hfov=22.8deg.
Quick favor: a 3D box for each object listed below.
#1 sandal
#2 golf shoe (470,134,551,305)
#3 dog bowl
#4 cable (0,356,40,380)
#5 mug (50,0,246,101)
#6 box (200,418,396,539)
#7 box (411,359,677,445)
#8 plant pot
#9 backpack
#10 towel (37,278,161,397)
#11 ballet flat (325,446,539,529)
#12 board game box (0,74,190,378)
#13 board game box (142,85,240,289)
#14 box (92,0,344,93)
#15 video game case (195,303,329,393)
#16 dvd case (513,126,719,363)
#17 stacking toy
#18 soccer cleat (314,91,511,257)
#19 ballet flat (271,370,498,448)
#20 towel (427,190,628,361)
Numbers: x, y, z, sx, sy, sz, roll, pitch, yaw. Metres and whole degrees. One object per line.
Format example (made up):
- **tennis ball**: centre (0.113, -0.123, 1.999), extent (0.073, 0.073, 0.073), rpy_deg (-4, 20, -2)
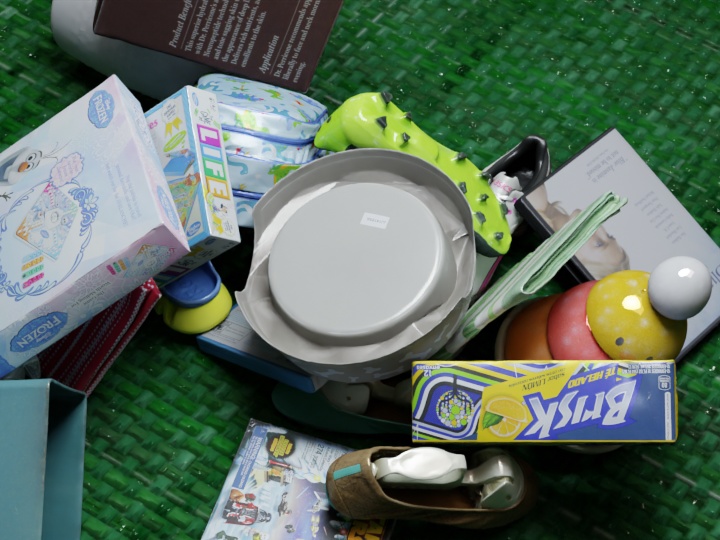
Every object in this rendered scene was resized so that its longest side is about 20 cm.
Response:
- **sandal**: centre (-0.187, -0.031, 1.536), extent (0.200, 0.087, 0.079), rpy_deg (31, 51, 30)
- **golf shoe**: centre (0.107, -0.047, 1.594), extent (0.073, 0.092, 0.200), rpy_deg (27, 51, 15)
- **dog bowl**: centre (0.000, 0.000, 1.423), extent (0.200, 0.059, 0.200), rpy_deg (-6, 57, 10)
- **cable**: centre (-0.367, 0.063, 1.439), extent (0.200, 0.069, 0.200), rpy_deg (-9, 48, -15)
- **mug**: centre (-0.168, -0.236, 1.709), extent (0.175, 0.148, 0.200), rpy_deg (30, 18, 19)
- **box**: centre (-0.052, 0.215, 1.361), extent (0.137, 0.040, 0.200), rpy_deg (16, 47, 5)
- **box**: centre (0.141, 0.102, 1.368), extent (0.200, 0.070, 0.064), rpy_deg (-1, 83, 8)
- **plant pot**: centre (-0.312, 0.153, 1.292), extent (0.200, 0.141, 0.142), rpy_deg (1, 82, 2)
- **backpack**: centre (-0.098, -0.101, 1.544), extent (0.163, 0.154, 0.200), rpy_deg (19, 33, 0)
- **towel**: centre (-0.246, 0.002, 1.473), extent (0.022, 0.145, 0.200), rpy_deg (12, 34, -46)
- **ballet flat**: centre (0.070, 0.159, 1.371), extent (0.200, 0.072, 0.068), rpy_deg (7, 61, -29)
- **board game box**: centre (-0.243, -0.033, 1.392), extent (0.199, 0.043, 0.200), rpy_deg (-34, 43, 9)
- **board game box**: centre (-0.187, -0.048, 1.468), extent (0.034, 0.200, 0.135), rpy_deg (13, 59, -46)
- **box**: centre (-0.109, -0.287, 1.545), extent (0.200, 0.166, 0.164), rpy_deg (16, 45, -12)
- **video game case**: centre (-0.023, 0.024, 1.514), extent (0.143, 0.018, 0.200), rpy_deg (17, 45, 43)
- **dvd case**: centre (0.246, -0.020, 1.588), extent (0.143, 0.018, 0.200), rpy_deg (-37, 84, -34)
- **stacking toy**: centre (0.211, 0.046, 1.431), extent (0.146, 0.200, 0.146), rpy_deg (14, 54, -20)
- **soccer cleat**: centre (0.048, -0.075, 1.512), extent (0.200, 0.081, 0.068), rpy_deg (40, 43, -25)
- **ballet flat**: centre (0.027, 0.100, 1.458), extent (0.200, 0.070, 0.067), rpy_deg (10, 55, 2)
- **towel**: centre (0.128, 0.017, 1.471), extent (0.023, 0.200, 0.153), rpy_deg (47, 54, 0)
